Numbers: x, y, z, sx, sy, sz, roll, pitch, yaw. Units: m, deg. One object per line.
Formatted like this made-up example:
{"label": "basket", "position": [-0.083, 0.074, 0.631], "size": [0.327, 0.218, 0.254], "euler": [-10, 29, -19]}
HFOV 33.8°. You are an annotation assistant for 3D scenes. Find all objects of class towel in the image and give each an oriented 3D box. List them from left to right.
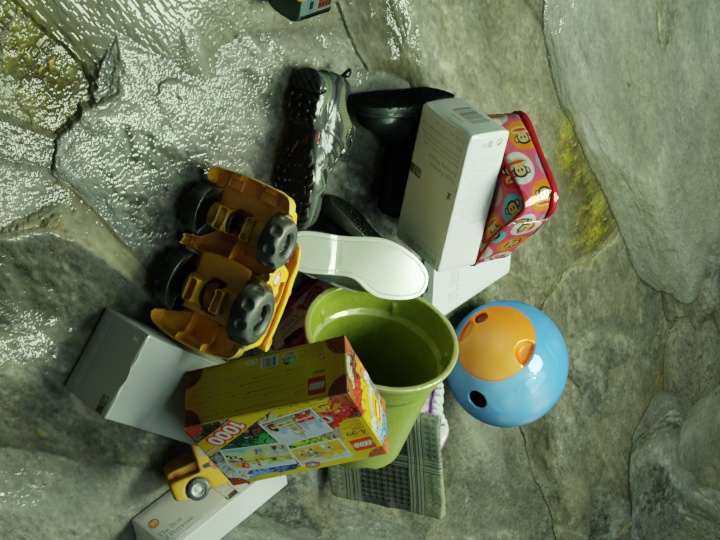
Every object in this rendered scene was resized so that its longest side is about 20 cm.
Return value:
{"label": "towel", "position": [0.035, 0.270, 1.738], "size": [0.035, 0.189, 0.203], "euler": [-58, 151, -50]}

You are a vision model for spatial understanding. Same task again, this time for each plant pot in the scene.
{"label": "plant pot", "position": [0.011, 0.149, 1.536], "size": [0.199, 0.200, 0.186], "euler": [-27, 143, -40]}

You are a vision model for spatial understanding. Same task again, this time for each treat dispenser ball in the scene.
{"label": "treat dispenser ball", "position": [0.235, 0.149, 1.904], "size": [0.200, 0.199, 0.204], "euler": [-31, 135, -37]}

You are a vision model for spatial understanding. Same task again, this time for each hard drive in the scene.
{"label": "hard drive", "position": [0.169, -0.015, 1.863], "size": [0.199, 0.025, 0.134], "euler": [-31, 134, -38]}

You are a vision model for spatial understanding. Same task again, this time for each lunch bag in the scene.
{"label": "lunch bag", "position": [0.174, -0.119, 1.590], "size": [0.081, 0.179, 0.200], "euler": [-13, 162, -25]}

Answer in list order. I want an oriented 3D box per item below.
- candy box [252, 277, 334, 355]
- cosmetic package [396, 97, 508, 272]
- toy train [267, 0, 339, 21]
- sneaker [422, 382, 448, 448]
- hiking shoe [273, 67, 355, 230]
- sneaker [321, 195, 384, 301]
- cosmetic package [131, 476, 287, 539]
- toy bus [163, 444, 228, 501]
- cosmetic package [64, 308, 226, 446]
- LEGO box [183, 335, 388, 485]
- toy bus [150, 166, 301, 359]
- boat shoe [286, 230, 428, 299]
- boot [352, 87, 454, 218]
{"label": "candy box", "position": [-0.068, 0.125, 1.613], "size": [0.136, 0.061, 0.202], "euler": [-43, 141, -28]}
{"label": "cosmetic package", "position": [0.116, -0.110, 1.532], "size": [0.073, 0.102, 0.203], "euler": [-12, 128, -34]}
{"label": "toy train", "position": [-0.027, -0.357, 1.338], "size": [0.199, 0.085, 0.115], "euler": [-31, 147, -41]}
{"label": "sneaker", "position": [0.078, 0.211, 1.799], "size": [0.201, 0.087, 0.081], "euler": [-94, -155, -67]}
{"label": "hiking shoe", "position": [-0.044, -0.147, 1.451], "size": [0.100, 0.075, 0.203], "euler": [-12, 120, -45]}
{"label": "sneaker", "position": [0.000, -0.002, 1.579], "size": [0.199, 0.060, 0.104], "euler": [40, 111, -18]}
{"label": "cosmetic package", "position": [-0.195, 0.300, 1.546], "size": [0.199, 0.082, 0.051], "euler": [-36, 135, -34]}
{"label": "toy bus", "position": [-0.156, 0.220, 1.507], "size": [0.197, 0.065, 0.080], "euler": [-21, 105, -13]}
{"label": "cosmetic package", "position": [-0.234, 0.129, 1.380], "size": [0.199, 0.090, 0.108], "euler": [34, 85, -53]}
{"label": "LEGO box", "position": [-0.084, 0.164, 1.357], "size": [0.150, 0.197, 0.078], "euler": [60, 21, -49]}
{"label": "toy bus", "position": [-0.130, -0.004, 1.400], "size": [0.192, 0.134, 0.203], "euler": [11, 101, -68]}
{"label": "boat shoe", "position": [-0.009, -0.010, 1.518], "size": [0.197, 0.062, 0.074], "euler": [13, 87, -17]}
{"label": "boot", "position": [0.052, -0.151, 1.573], "size": [0.199, 0.076, 0.171], "euler": [-18, 122, -54]}
